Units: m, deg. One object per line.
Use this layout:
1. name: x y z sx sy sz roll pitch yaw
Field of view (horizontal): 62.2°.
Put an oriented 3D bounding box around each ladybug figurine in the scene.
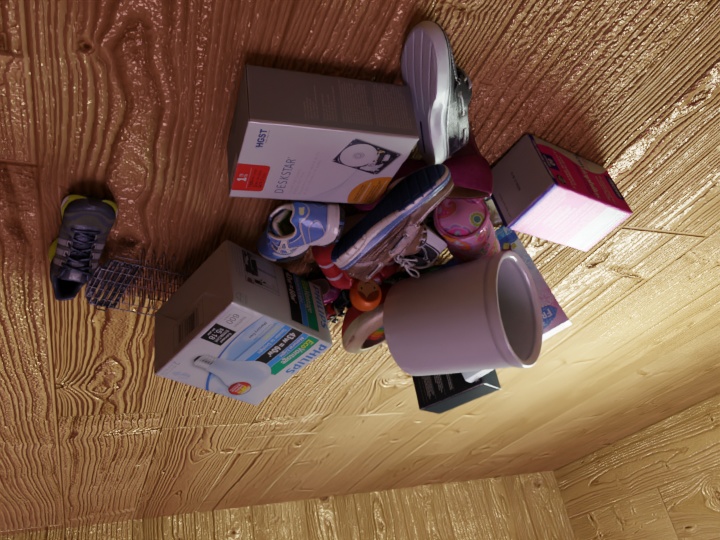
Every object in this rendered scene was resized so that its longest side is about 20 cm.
1. ladybug figurine: 0.026 0.083 1.080 0.134 0.073 0.201 -17 157 -31

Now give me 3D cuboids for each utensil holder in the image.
1. utensil holder: 0.158 0.075 0.925 0.198 0.173 0.169 -15 153 36

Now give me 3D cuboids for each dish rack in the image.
1. dish rack: -0.328 0.023 0.955 0.197 0.055 0.153 14 139 -34

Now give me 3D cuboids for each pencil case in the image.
1. pencil case: 0.169 -0.059 0.927 0.086 0.089 0.200 -20 160 13

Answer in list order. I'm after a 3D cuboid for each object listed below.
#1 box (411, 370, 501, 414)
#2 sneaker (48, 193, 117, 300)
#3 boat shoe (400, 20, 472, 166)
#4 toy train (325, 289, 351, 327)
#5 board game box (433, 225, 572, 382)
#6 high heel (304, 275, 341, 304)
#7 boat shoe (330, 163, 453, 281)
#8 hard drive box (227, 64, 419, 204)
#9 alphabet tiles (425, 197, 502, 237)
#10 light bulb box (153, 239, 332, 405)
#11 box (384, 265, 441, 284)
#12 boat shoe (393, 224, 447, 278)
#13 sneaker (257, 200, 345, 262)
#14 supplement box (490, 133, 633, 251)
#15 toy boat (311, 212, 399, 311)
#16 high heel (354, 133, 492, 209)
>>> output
1. box: 0.162 0.147 1.122 0.140 0.203 0.078 -31 146 31
2. sneaker: -0.381 -0.029 0.818 0.073 0.082 0.200 7 144 -31
3. boat shoe: 0.097 -0.216 0.715 0.070 0.072 0.201 -32 150 -11
4. toy train: -0.059 0.083 1.153 0.045 0.035 0.200 -2 154 -34
5. board game box: 0.223 0.054 1.027 0.199 0.202 0.041 -34 153 16
6. high heel: -0.132 0.052 1.073 0.196 0.069 0.096 -8 174 12
7. boat shoe: 0.052 -0.059 0.792 0.199 0.073 0.072 -37 118 26
8. hard drive box: -0.052 -0.154 0.719 0.196 0.078 0.156 1 156 -19
9. alphabet tiles: 0.160 -0.092 0.989 0.196 0.006 0.167 -12 149 -2
10. light bulb box: -0.183 0.090 0.931 0.198 0.126 0.199 -40 134 25
11. box: 0.097 0.051 1.175 0.196 0.037 0.145 -11 149 -5
12. boat shoe: 0.083 -0.033 0.917 0.068 0.073 0.199 -51 177 0
13. sneaker: -0.103 -0.062 0.846 0.076 0.077 0.199 10 161 -34
14. supplement box: 0.301 -0.113 0.909 0.197 0.102 0.103 11 138 -36
15. toy boat: 0.000 0.000 0.945 0.128 0.133 0.200 -16 155 5
16. high heel: 0.082 -0.110 0.826 0.198 0.098 0.067 -26 148 22
